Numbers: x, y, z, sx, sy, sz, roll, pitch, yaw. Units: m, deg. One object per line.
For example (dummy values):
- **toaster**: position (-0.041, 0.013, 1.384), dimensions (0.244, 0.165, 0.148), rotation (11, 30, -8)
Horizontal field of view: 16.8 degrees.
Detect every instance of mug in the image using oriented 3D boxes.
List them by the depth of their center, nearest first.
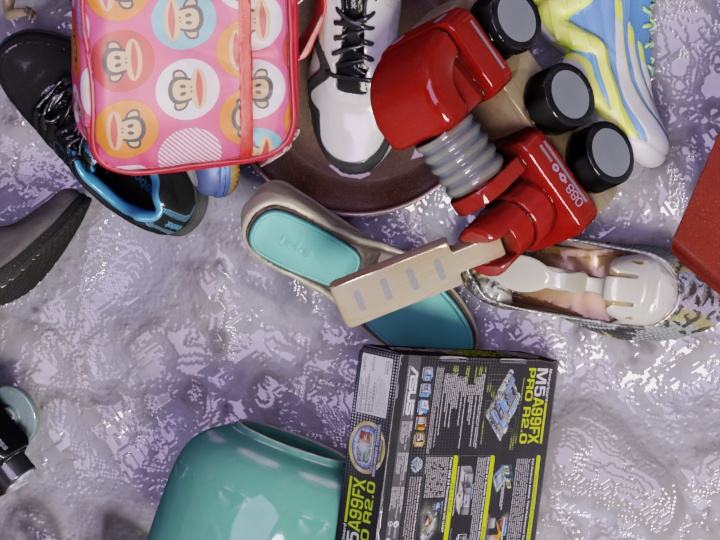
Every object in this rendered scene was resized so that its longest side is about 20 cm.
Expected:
- **mug**: position (-0.056, 0.176, 1.738), dimensions (0.152, 0.185, 0.115), rotation (21, 93, 34)

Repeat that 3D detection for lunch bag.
- **lunch bag**: position (-0.109, -0.169, 1.661), dimensions (0.176, 0.082, 0.200), rotation (-6, 112, -13)

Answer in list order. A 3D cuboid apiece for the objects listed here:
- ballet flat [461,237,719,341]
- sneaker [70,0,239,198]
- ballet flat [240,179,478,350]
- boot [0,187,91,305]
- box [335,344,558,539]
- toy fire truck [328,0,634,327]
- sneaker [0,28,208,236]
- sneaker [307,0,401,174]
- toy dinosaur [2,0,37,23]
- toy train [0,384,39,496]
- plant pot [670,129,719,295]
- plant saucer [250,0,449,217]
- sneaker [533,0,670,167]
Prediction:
- **ballet flat**: position (0.161, 0.011, 1.718), dimensions (0.200, 0.072, 0.072), rotation (10, 94, 11)
- **sneaker**: position (-0.153, -0.138, 1.759), dimensions (0.088, 0.075, 0.200), rotation (-18, 78, -23)
- **ballet flat**: position (0.000, 0.000, 1.746), dimensions (0.200, 0.069, 0.070), rotation (35, 99, -17)
- **boot**: position (-0.299, -0.025, 1.763), dimensions (0.131, 0.068, 0.200), rotation (42, 61, 6)
- **box**: position (0.058, 0.155, 1.700), dimensions (0.044, 0.160, 0.201), rotation (11, 96, 47)
- **toy fire truck**: position (0.058, -0.066, 1.643), dimensions (0.129, 0.200, 0.176), rotation (-21, 109, 50)
- **sneaker**: position (-0.194, -0.105, 1.778), dimensions (0.200, 0.082, 0.073), rotation (42, 102, 9)
- **sneaker**: position (-0.005, -0.167, 1.704), dimensions (0.074, 0.080, 0.201), rotation (3, 94, 9)
- **toy dinosaur**: position (-0.295, -0.215, 1.812), dimensions (0.200, 0.058, 0.101), rotation (8, 67, 26)
- **toy train**: position (-0.324, 0.097, 1.804), dimensions (0.200, 0.085, 0.114), rotation (49, 126, 8)
- **plant pot**: position (0.324, -0.037, 1.630), dimensions (0.176, 0.200, 0.200), rotation (25, 97, 20)
- **plant saucer**: position (0.000, -0.139, 1.761), dimensions (0.200, 0.037, 0.201), rotation (1, 93, 11)
- **sneaker**: position (0.181, -0.175, 1.704), dimensions (0.105, 0.076, 0.200), rotation (-34, 84, 10)
